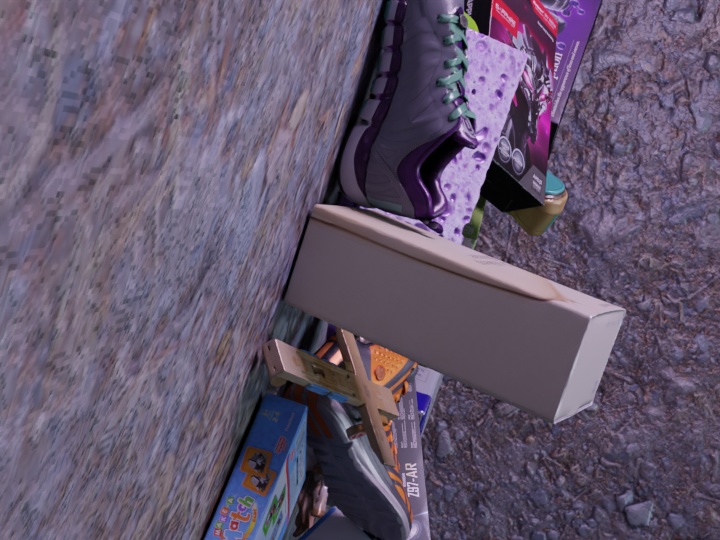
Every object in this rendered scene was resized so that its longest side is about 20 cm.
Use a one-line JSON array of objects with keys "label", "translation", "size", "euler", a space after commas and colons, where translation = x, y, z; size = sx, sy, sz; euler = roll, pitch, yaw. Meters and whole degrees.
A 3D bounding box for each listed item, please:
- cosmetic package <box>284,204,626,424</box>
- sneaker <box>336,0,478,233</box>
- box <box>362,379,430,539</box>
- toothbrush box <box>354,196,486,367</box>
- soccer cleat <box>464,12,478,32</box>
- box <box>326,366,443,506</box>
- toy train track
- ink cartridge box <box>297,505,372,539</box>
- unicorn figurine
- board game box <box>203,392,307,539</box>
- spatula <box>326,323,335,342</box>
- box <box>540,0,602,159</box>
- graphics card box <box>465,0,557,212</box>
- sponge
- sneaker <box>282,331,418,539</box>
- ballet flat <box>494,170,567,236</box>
[{"label": "cosmetic package", "translation": [0.062, 0.024, 0.793], "size": [0.103, 0.199, 0.074], "euler": [-2, 112, -66]}, {"label": "sneaker", "translation": [0.056, -0.129, 0.814], "size": [0.074, 0.087, 0.202], "euler": [-6, 117, -59]}, {"label": "box", "translation": [0.030, 0.211, 1.157], "size": [0.161, 0.043, 0.202], "euler": [99, -11, -55]}, {"label": "toothbrush box", "translation": [0.066, -0.017, 1.229], "size": [0.200, 0.085, 0.147], "euler": [-62, 172, -65]}, {"label": "soccer cleat", "translation": [0.041, -0.116, 0.951], "size": [0.081, 0.067, 0.202], "euler": [30, 77, -65]}, {"label": "box", "translation": [0.030, 0.155, 1.398], "size": [0.200, 0.104, 0.185], "euler": [-63, 170, -55]}, {"label": "toy train track", "translation": [-0.025, 0.084, 0.850], "size": [0.200, 0.032, 0.116], "euler": [34, 34, -63]}, {"label": "ink cartridge box", "translation": [-0.052, 0.323, 1.080], "size": [0.146, 0.084, 0.201], "euler": [-40, 158, -28]}, {"label": "unicorn figurine", "translation": [-0.028, 0.140, 1.076], "size": [0.200, 0.073, 0.138], "euler": [-56, -174, 41]}, {"label": "board game box", "translation": [-0.088, 0.208, 0.855], "size": [0.152, 0.036, 0.201], "euler": [96, 13, -61]}, {"label": "spatula", "translation": [0.000, 0.000, 1.056], "size": [0.200, 0.020, 0.057], "euler": [-68, 167, -65]}, {"label": "box", "translation": [0.174, -0.240, 1.324], "size": [0.079, 0.140, 0.201], "euler": [91, 18, -63]}, {"label": "graphics card box", "translation": [0.126, -0.169, 1.088], "size": [0.125, 0.051, 0.202], "euler": [34, 58, -47]}, {"label": "sponge", "translation": [0.050, -0.088, 0.909], "size": [0.030, 0.111, 0.202], "euler": [24, -84, 51]}, {"label": "sneaker", "translation": [0.016, 0.130, 0.991], "size": [0.112, 0.077, 0.201], "euler": [-53, 136, -34]}, {"label": "ballet flat", "translation": [0.126, -0.108, 1.207], "size": [0.068, 0.200, 0.063], "euler": [-14, 138, -33]}]
